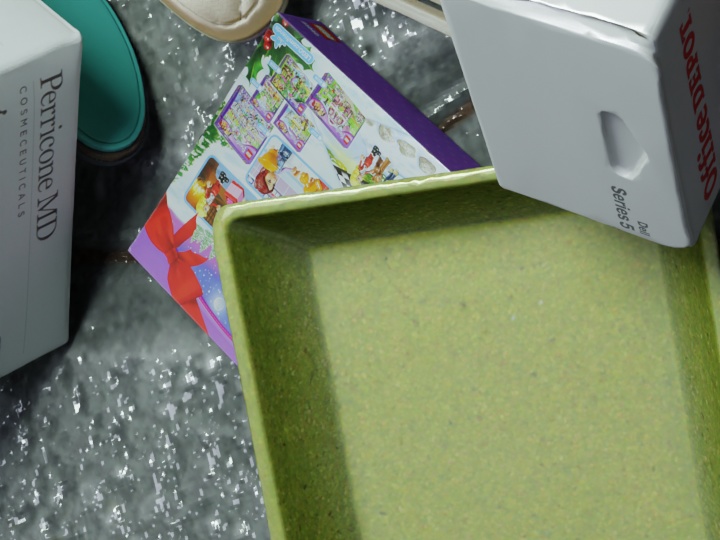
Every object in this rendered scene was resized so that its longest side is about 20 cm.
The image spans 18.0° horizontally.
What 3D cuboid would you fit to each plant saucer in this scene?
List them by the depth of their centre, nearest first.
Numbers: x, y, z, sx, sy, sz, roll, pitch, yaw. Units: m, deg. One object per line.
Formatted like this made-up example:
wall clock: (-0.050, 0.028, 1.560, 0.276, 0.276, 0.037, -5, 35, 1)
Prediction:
plant saucer: (0.056, 0.055, 0.915, 0.199, 0.048, 0.201, -8, 100, 17)

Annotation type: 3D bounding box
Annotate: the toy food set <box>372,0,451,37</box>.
toy food set: (0.053, -0.202, 0.958, 0.143, 0.060, 0.201, 28, 104, 31)

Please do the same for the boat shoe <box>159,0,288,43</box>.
boat shoe: (-0.095, -0.183, 1.059, 0.072, 0.065, 0.200, -39, 74, 1)

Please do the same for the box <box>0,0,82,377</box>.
box: (-0.242, -0.063, 1.069, 0.200, 0.131, 0.199, 39, 141, 29)

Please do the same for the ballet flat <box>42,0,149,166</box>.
ballet flat: (-0.163, -0.128, 1.109, 0.073, 0.073, 0.200, -35, 76, 29)

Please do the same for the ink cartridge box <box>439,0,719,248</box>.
ink cartridge box: (0.112, -0.132, 0.812, 0.084, 0.146, 0.200, 19, 69, 22)

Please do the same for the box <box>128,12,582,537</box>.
box: (0.000, 0.000, 1.002, 0.200, 0.039, 0.137, 45, 111, 26)
